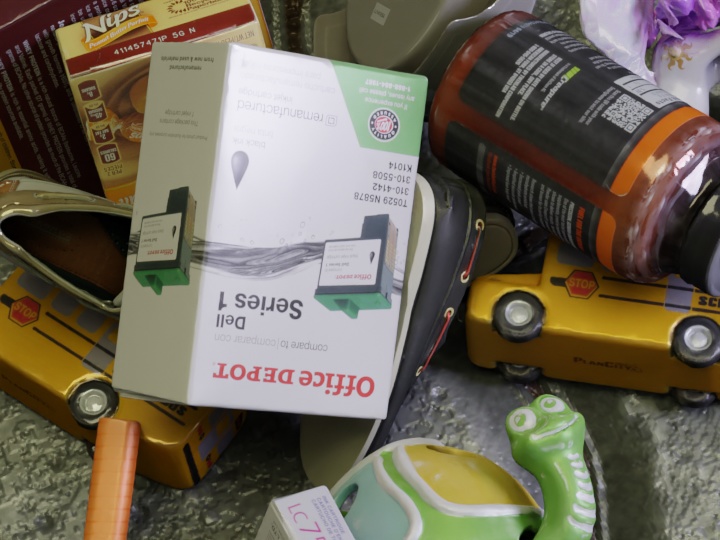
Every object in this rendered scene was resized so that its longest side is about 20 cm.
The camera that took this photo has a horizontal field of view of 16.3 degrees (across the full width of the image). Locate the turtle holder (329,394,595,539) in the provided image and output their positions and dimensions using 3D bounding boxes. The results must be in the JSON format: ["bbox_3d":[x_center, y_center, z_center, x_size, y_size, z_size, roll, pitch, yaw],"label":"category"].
[{"bbox_3d":[0.045,0.156,1.395,0.140,0.186,0.132,-11,57,-28],"label":"turtle holder"}]

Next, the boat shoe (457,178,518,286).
[{"bbox_3d":[0.000,0.000,1.550,0.199,0.067,0.057,-21,40,0],"label":"boat shoe"}]

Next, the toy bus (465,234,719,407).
[{"bbox_3d":[0.166,0.028,1.506,0.199,0.065,0.079,8,63,10],"label":"toy bus"}]

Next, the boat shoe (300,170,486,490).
[{"bbox_3d":[0.020,0.039,1.486,0.074,0.063,0.202,32,109,47],"label":"boat shoe"}]

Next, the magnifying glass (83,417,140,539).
[{"bbox_3d":[-0.151,0.186,1.451,0.079,0.022,0.201,5,81,11],"label":"magnifying glass"}]

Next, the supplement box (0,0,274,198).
[{"bbox_3d":[-0.175,-0.156,1.566,0.199,0.198,0.133,-31,56,-11],"label":"supplement box"}]

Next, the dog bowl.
[{"bbox_3d":[0.046,-0.185,1.581,0.058,0.200,0.201,19,58,-27],"label":"dog bowl"}]

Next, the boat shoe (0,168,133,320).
[{"bbox_3d":[-0.128,0.001,1.465,0.199,0.068,0.075,17,100,-13],"label":"boat shoe"}]

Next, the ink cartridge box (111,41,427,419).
[{"bbox_3d":[-0.050,-0.019,1.418,0.084,0.145,0.201,6,90,53],"label":"ink cartridge box"}]

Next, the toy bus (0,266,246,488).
[{"bbox_3d":[-0.172,0.056,1.533,0.199,0.065,0.078,30,69,19],"label":"toy bus"}]

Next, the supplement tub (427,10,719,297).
[{"bbox_3d":[0.142,-0.063,1.458,0.200,0.107,0.107,34,70,27],"label":"supplement tub"}]

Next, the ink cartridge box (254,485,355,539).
[{"bbox_3d":[-0.032,0.220,1.370,0.042,0.200,0.120,-13,58,-29],"label":"ink cartridge box"}]

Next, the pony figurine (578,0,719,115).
[{"bbox_3d":[0.195,-0.125,1.550,0.199,0.166,0.194,13,89,28],"label":"pony figurine"}]

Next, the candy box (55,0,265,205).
[{"bbox_3d":[-0.101,-0.071,1.515,0.115,0.201,0.055,-17,42,-4],"label":"candy box"}]
